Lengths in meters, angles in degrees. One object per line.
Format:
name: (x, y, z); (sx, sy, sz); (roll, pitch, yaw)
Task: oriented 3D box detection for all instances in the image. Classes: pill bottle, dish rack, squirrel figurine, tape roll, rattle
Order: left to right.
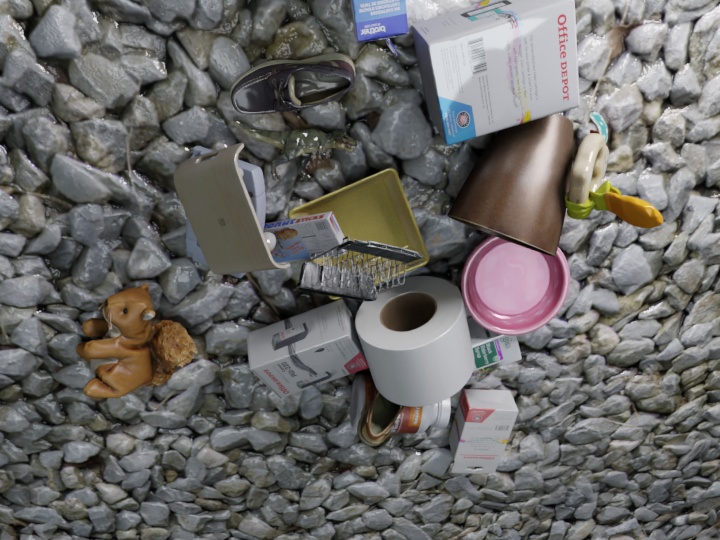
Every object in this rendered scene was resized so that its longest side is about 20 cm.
squirrel figurine: (-0.405, 0.123, 1.061); (0.197, 0.142, 0.189); (16, 110, -31)
dish rack: (0.000, 0.000, 0.926); (0.151, 0.056, 0.199); (9, 163, -29)
pill bottle: (0.082, 0.280, 1.203); (0.196, 0.113, 0.114); (6, 122, -9)
tape roll: (0.101, 0.126, 1.057); (0.199, 0.204, 0.141); (-15, 122, 4)
rattle: (0.398, -0.162, 0.883); (0.141, 0.200, 0.132); (0, 124, 42)

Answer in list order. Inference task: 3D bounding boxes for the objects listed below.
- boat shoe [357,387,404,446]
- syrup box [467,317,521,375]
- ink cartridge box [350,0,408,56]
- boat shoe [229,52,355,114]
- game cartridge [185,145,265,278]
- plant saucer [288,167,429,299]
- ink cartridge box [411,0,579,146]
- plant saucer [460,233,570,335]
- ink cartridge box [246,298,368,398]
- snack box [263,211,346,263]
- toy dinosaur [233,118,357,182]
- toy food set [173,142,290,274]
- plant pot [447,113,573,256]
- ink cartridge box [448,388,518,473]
boat shoe: (0.062, 0.242, 1.112); (0.075, 0.202, 0.074); (26, 155, -1)
syrup box: (0.214, 0.156, 1.159); (0.197, 0.082, 0.080); (-20, 124, 8)
ink cartridge box: (0.017, -0.391, 0.764); (0.075, 0.137, 0.203); (-7, 123, 2)
boat shoe: (-0.103, -0.275, 0.866); (0.196, 0.065, 0.073); (-11, 124, 2)
game cartridge: (-0.224, -0.092, 0.958); (0.131, 0.042, 0.203); (18, 120, 6)
plant saucer: (-0.001, -0.068, 1.016); (0.197, 0.049, 0.202); (-21, 122, 7)
ink cartridge box: (0.192, -0.299, 0.834); (0.196, 0.147, 0.149); (-15, 122, 4)
plant saucer: (0.284, 0.018, 1.074); (0.196, 0.051, 0.204); (1, 106, 4)
ink cartridge box: (-0.098, 0.153, 1.099); (0.197, 0.086, 0.146); (-19, 142, 8)
snack box: (-0.119, -0.050, 0.978); (0.197, 0.024, 0.073); (-7, 126, 30)
toy dinosaur: (-0.107, -0.190, 0.931); (0.196, 0.048, 0.090); (4, 107, -8)
toy food set: (-0.199, -0.087, 0.906); (0.142, 0.060, 0.203); (-5, 113, 35)
plant pot: (0.260, -0.150, 0.927); (0.184, 0.187, 0.203); (19, 96, -17)
ink cartridge box: (0.269, 0.366, 1.303); (0.114, 0.068, 0.203); (5, 120, -8)
